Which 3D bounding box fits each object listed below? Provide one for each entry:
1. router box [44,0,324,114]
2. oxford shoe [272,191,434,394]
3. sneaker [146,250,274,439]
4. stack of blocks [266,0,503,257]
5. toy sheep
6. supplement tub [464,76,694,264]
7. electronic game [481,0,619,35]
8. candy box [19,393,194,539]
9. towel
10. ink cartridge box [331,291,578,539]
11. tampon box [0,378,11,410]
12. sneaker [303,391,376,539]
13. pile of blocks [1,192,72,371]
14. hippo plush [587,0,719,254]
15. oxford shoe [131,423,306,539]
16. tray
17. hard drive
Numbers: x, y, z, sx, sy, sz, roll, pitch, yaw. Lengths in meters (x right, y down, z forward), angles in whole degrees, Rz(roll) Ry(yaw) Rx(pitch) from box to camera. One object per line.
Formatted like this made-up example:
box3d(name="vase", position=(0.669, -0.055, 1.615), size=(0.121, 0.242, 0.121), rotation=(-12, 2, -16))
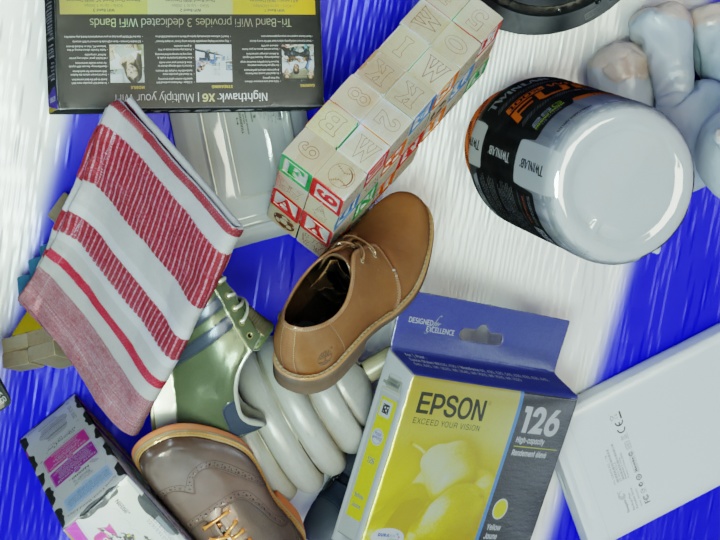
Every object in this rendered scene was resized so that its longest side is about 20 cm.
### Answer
box3d(name="router box", position=(-0.129, -0.194, 1.393), size=(0.200, 0.052, 0.158), rotation=(-2, 90, -16))
box3d(name="oxford shoe", position=(0.000, 0.000, 1.398), size=(0.200, 0.071, 0.071), rotation=(-56, 154, -39))
box3d(name="sneaker", position=(-0.107, 0.031, 1.371), size=(0.090, 0.067, 0.201), rotation=(-1, 103, -2))
box3d(name="stack of blocks", position=(0.018, -0.114, 1.440), size=(0.059, 0.115, 0.200), rotation=(38, 68, 8))
box3d(name="toy sheep", position=(-0.059, 0.109, 1.468), size=(0.200, 0.138, 0.138), rotation=(-26, 111, 6))
box3d(name="supplement tub", position=(0.159, -0.082, 1.461), size=(0.122, 0.200, 0.123), rotation=(-4, 104, -18))
box3d(name="electronic game", position=(0.143, -0.283, 1.493), size=(0.200, 0.042, 0.200), rotation=(-4, 110, -12))
box3d(name="candy box", position=(-0.173, 0.183, 1.406), size=(0.061, 0.200, 0.136), rotation=(-41, 112, -7))
box3d(name="towel", position=(-0.163, -0.001, 1.327), size=(0.023, 0.144, 0.200), rotation=(-15, 144, -46))
box3d(name="ink cartridge box", position=(0.084, 0.127, 1.493), size=(0.197, 0.047, 0.200), rotation=(10, 101, -43))
box3d(name="tampon box", position=(-0.367, 0.039, 1.344), size=(0.150, 0.126, 0.200), rotation=(-35, 111, -10))
box3d(name="sneaker", position=(0.022, 0.142, 1.531), size=(0.200, 0.078, 0.079), rotation=(-40, 124, -18))
box3d(name="pile of blocks", position=(-0.199, -0.007, 1.438), size=(0.200, 0.082, 0.062), rotation=(-50, 156, 7))
box3d(name="hippo plush", position=(0.271, -0.120, 1.512), size=(0.159, 0.161, 0.200), rotation=(35, 89, -23))
box3d(name="oxford shoe", position=(-0.092, 0.177, 1.379), size=(0.071, 0.073, 0.200), rotation=(-34, 134, 11))
box3d(name="tray", position=(-0.090, -0.116, 1.462), size=(0.107, 0.022, 0.200), rotation=(-15, 107, -16))
box3d(name="hard drive", position=(0.261, 0.140, 1.643), size=(0.200, 0.027, 0.132), rotation=(-25, 109, -12))
